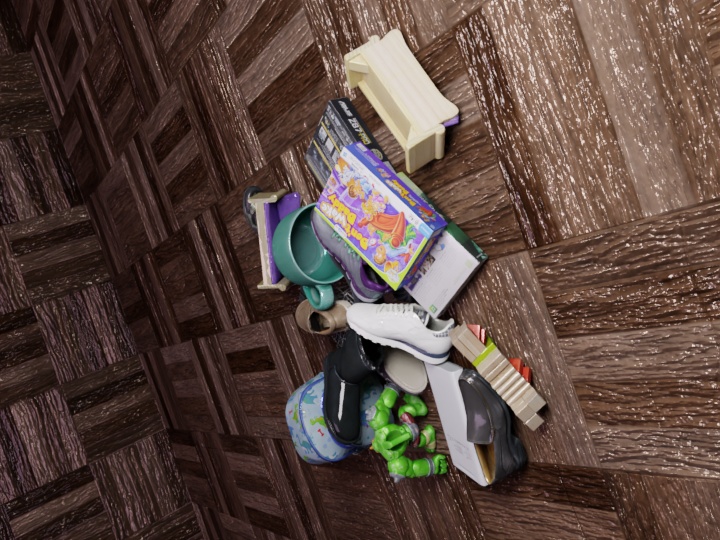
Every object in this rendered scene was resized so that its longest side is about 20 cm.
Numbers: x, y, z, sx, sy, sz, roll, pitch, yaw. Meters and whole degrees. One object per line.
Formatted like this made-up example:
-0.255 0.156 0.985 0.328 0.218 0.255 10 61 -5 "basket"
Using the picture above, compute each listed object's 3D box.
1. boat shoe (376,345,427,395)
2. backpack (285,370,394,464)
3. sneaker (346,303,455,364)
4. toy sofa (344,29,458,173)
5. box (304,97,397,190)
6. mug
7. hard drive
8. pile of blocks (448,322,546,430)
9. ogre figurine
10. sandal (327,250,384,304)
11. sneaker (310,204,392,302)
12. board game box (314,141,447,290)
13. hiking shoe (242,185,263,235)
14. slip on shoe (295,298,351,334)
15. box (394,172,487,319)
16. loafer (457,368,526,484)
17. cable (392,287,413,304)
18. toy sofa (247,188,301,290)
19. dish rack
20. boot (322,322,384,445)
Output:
0.061 0.176 1.322 0.200 0.072 0.063 45 148 41 "boat shoe"
-0.042 0.290 1.408 0.146 0.198 0.186 -27 85 57 "backpack"
0.071 0.088 1.207 0.197 0.077 0.081 17 129 11 "sneaker"
0.064 -0.263 1.069 0.201 0.097 0.083 57 173 18 "toy sofa"
-0.018 -0.183 1.256 0.202 0.049 0.162 57 144 18 "box"
-0.102 -0.032 1.345 0.151 0.188 0.114 31 160 -25 "mug"
0.169 0.259 1.208 0.132 0.026 0.203 -173 67 -74 "hard drive"
0.224 0.152 1.087 0.062 0.082 0.200 -44 75 9 "pile of blocks"
0.080 0.307 1.312 0.097 0.119 0.204 1 107 55 "ogre figurine"
0.001 0.000 1.312 0.043 0.076 0.203 -8 111 58 "sandal"
-0.009 -0.041 1.213 0.201 0.074 0.087 55 153 -4 "sneaker"
0.028 -0.087 1.108 0.200 0.045 0.135 45 131 17 "board game box"
-0.191 -0.103 1.547 0.100 0.075 0.203 -18 99 45 "hiking shoe"
-0.086 0.099 1.403 0.199 0.060 0.077 -1 109 54 "slip on shoe"
0.095 -0.040 1.128 0.200 0.036 0.145 45 131 13 "box"
0.201 0.253 1.109 0.072 0.072 0.202 -2 118 61 "loafer"
0.070 -0.031 1.207 0.165 0.050 0.200 59 145 16 "cable"
-0.171 -0.065 1.461 0.096 0.083 0.204 -1 105 11 "toy sofa"
-0.056 0.066 1.445 0.200 0.054 0.155 44 141 31 "dish rack"
-0.008 0.198 1.271 0.163 0.072 0.201 -48 40 46 "boot"
